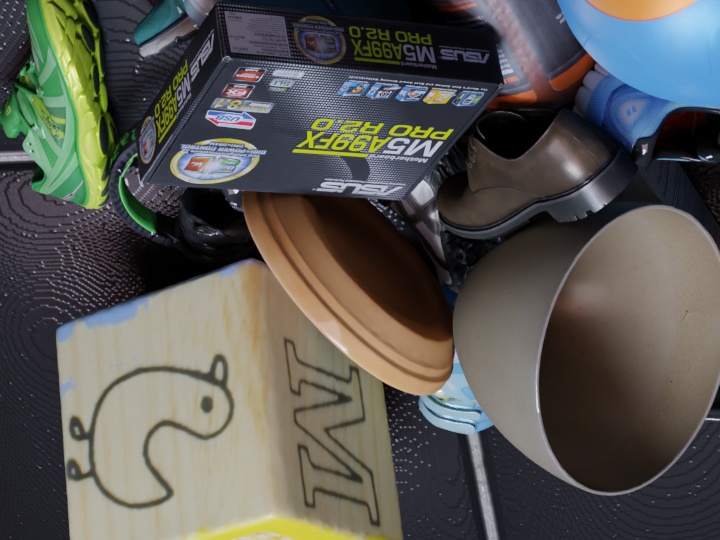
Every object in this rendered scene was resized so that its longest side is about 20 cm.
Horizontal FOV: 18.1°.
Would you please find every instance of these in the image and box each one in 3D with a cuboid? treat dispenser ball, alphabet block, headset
[{"bbox_3d":[0.218,-0.205,1.415,0.200,0.201,0.201,7,130,8],"label":"treat dispenser ball"},{"bbox_3d":[-0.099,0.131,1.720,0.195,0.200,0.196,-20,156,27],"label":"alphabet block"},{"bbox_3d":[-0.091,-0.047,1.687,0.200,0.094,0.124,17,133,-22],"label":"headset"}]

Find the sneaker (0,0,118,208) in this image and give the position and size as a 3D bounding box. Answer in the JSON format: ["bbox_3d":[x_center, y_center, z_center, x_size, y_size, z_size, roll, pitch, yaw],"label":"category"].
[{"bbox_3d":[-0.230,-0.127,1.669,0.083,0.074,0.200,2,129,7],"label":"sneaker"}]

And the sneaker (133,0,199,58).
[{"bbox_3d":[-0.101,-0.228,1.572,0.080,0.078,0.200,44,123,3],"label":"sneaker"}]

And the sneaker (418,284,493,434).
[{"bbox_3d":[0.052,0.074,1.733,0.200,0.080,0.131,7,136,-21],"label":"sneaker"}]

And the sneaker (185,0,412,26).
[{"bbox_3d":[-0.065,-0.145,1.535,0.200,0.080,0.131,2,139,-48],"label":"sneaker"}]

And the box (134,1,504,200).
[{"bbox_3d":[-0.029,-0.107,1.483,0.200,0.044,0.160,4,151,-26],"label":"box"}]

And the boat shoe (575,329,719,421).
[{"bbox_3d":[0.230,0.079,1.641,0.200,0.057,0.067,-3,129,14],"label":"boat shoe"}]

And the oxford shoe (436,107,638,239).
[{"bbox_3d":[0.103,-0.075,1.528,0.084,0.073,0.200,47,152,-14],"label":"oxford shoe"}]

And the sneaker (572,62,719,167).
[{"bbox_3d":[0.244,-0.104,1.525,0.200,0.090,0.079,-14,135,-24],"label":"sneaker"}]

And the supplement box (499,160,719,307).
[{"bbox_3d":[0.199,-0.006,1.664,0.126,0.074,0.200,-23,120,27],"label":"supplement box"}]

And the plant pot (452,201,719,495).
[{"bbox_3d":[0.143,0.041,1.566,0.134,0.200,0.201,16,140,45],"label":"plant pot"}]

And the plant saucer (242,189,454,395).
[{"bbox_3d":[0.000,0.000,1.589,0.200,0.200,0.037,41,110,-19],"label":"plant saucer"}]

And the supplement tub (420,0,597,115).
[{"bbox_3d":[0.103,-0.176,1.526,0.107,0.107,0.200,-16,125,24],"label":"supplement tub"}]

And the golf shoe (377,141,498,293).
[{"bbox_3d":[0.043,-0.068,1.664,0.094,0.078,0.200,9,134,34],"label":"golf shoe"}]
